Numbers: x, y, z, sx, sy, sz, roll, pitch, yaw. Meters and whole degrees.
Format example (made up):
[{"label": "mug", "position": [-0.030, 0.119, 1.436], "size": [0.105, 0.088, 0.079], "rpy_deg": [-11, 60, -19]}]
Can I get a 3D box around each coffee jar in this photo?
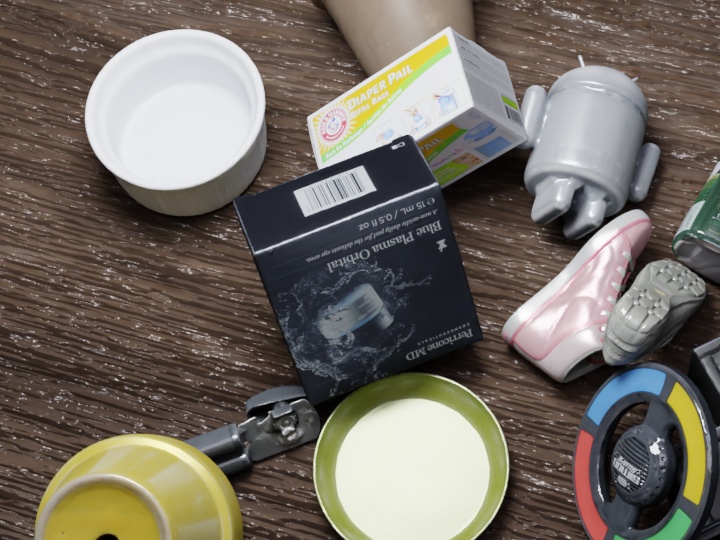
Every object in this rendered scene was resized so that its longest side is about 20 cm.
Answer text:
[{"label": "coffee jar", "position": [0.413, -0.085, 1.698], "size": [0.104, 0.085, 0.200], "rpy_deg": [28, 69, 3]}]

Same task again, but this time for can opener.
[{"label": "can opener", "position": [-0.138, 0.176, 1.671], "size": [0.199, 0.054, 0.067], "rpy_deg": [-20, 33, -3]}]

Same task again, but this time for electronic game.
[{"label": "electronic game", "position": [0.271, 0.188, 1.549], "size": [0.041, 0.200, 0.201], "rpy_deg": [9, 60, -31]}]

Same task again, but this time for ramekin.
[{"label": "ramekin", "position": [-0.198, -0.158, 1.794], "size": [0.199, 0.098, 0.201], "rpy_deg": [-3, 65, 6]}]

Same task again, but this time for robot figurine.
[{"label": "robot figurine", "position": [0.244, -0.135, 1.728], "size": [0.169, 0.113, 0.201], "rpy_deg": [25, 67, -17]}]

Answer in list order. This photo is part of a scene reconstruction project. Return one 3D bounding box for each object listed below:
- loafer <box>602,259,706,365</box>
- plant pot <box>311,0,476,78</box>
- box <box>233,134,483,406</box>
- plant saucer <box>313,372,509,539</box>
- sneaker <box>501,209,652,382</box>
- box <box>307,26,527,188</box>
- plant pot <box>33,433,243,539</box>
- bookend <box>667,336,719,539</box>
[{"label": "loafer", "position": [0.294, 0.042, 1.629], "size": [0.070, 0.070, 0.200], "rpy_deg": [38, 31, 18]}, {"label": "plant pot", "position": [0.051, -0.288, 1.792], "size": [0.199, 0.200, 0.175], "rpy_deg": [-17, 81, -2]}, {"label": "box", "position": [0.000, 0.000, 1.632], "size": [0.196, 0.201, 0.118], "rpy_deg": [-21, 34, -3]}, {"label": "plant saucer", "position": [0.052, 0.203, 1.640], "size": [0.199, 0.031, 0.201], "rpy_deg": [-2, 65, 4]}, {"label": "sneaker", "position": [0.251, 0.035, 1.670], "size": [0.200, 0.075, 0.105], "rpy_deg": [-43, 64, -5]}, {"label": "box", "position": [0.057, -0.151, 1.710], "size": [0.200, 0.112, 0.102], "rpy_deg": [-30, 59, 28]}, {"label": "plant pot", "position": [-0.223, 0.256, 1.530], "size": [0.200, 0.189, 0.202], "rpy_deg": [0, 85, 4]}, {"label": "bookend", "position": [0.368, 0.156, 1.594], "size": [0.198, 0.092, 0.201], "rpy_deg": [-24, 64, -5]}]
